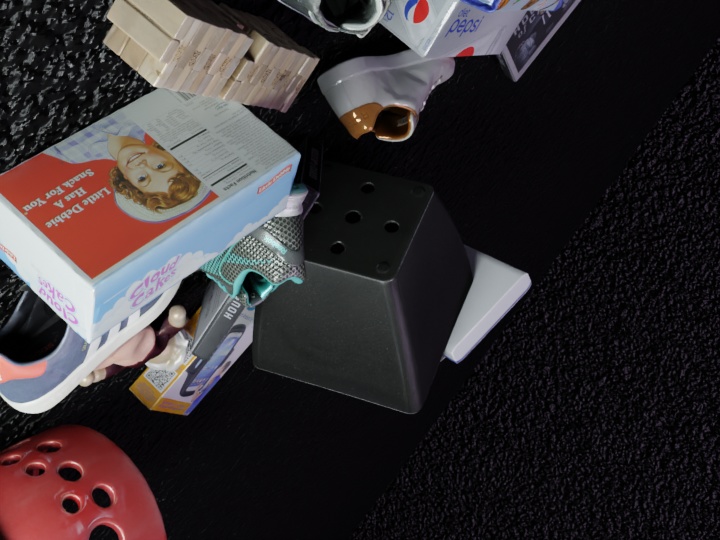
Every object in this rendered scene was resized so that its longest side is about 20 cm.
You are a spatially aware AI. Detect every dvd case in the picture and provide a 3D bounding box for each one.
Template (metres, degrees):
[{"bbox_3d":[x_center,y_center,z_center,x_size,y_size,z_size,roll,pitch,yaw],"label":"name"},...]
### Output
[{"bbox_3d":[-0.099,-0.024,1.029,0.200,0.025,0.150,-55,-166,19],"label":"dvd case"},{"bbox_3d":[0.219,-0.323,1.310,0.151,0.025,0.200,-51,166,6],"label":"dvd case"}]

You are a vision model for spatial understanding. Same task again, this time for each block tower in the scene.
[{"bbox_3d":[-0.103,-0.159,0.765,0.054,0.058,0.200,-53,163,16],"label":"block tower"}]

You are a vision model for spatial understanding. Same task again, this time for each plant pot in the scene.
[{"bbox_3d":[0.000,0.000,1.133,0.178,0.198,0.201,85,26,-50],"label":"plant pot"},{"bbox_3d":[-0.300,0.260,0.946,0.182,0.200,0.201,-22,150,-54],"label":"plant pot"}]

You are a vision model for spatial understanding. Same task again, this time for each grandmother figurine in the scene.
[{"bbox_3d":[-0.214,0.066,1.003,0.121,0.061,0.200,-23,170,8],"label":"grandmother figurine"}]

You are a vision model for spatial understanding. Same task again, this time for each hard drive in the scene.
[{"bbox_3d":[0.087,0.020,1.261,0.132,0.200,0.025,-44,132,-16],"label":"hard drive"}]

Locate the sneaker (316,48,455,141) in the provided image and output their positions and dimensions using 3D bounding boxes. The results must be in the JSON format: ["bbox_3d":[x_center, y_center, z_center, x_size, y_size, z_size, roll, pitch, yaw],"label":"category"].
[{"bbox_3d":[0.037,-0.169,1.052,0.073,0.085,0.200,-27,178,41],"label":"sneaker"}]

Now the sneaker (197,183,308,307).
[{"bbox_3d":[-0.111,-0.011,0.915,0.077,0.092,0.200,-7,174,-35],"label":"sneaker"}]

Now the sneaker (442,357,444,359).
[{"bbox_3d":[0.134,0.140,2.132,0.087,0.074,0.200,-42,159,-25],"label":"sneaker"}]

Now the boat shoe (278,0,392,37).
[{"bbox_3d":[-0.014,-0.215,0.846,0.072,0.071,0.200,-56,164,23],"label":"boat shoe"}]

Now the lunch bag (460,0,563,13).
[{"bbox_3d":[0.144,-0.334,0.928,0.170,0.123,0.201,-23,136,-59],"label":"lunch bag"}]

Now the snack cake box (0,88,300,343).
[{"bbox_3d":[-0.153,-0.052,0.762,0.200,0.115,0.067,-38,161,-36],"label":"snack cake box"}]

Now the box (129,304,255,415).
[{"bbox_3d":[-0.161,0.075,1.196,0.200,0.041,0.119,-47,165,0],"label":"box"}]

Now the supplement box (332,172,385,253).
[{"bbox_3d":[0.005,-0.025,1.385,0.109,0.061,0.200,-42,162,-24],"label":"supplement box"}]

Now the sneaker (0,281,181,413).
[{"bbox_3d":[-0.218,0.019,0.848,0.200,0.075,0.085,-52,149,-25],"label":"sneaker"}]

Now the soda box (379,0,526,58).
[{"bbox_3d":[0.100,-0.261,1.074,0.068,0.063,0.200,-56,163,26],"label":"soda box"}]
